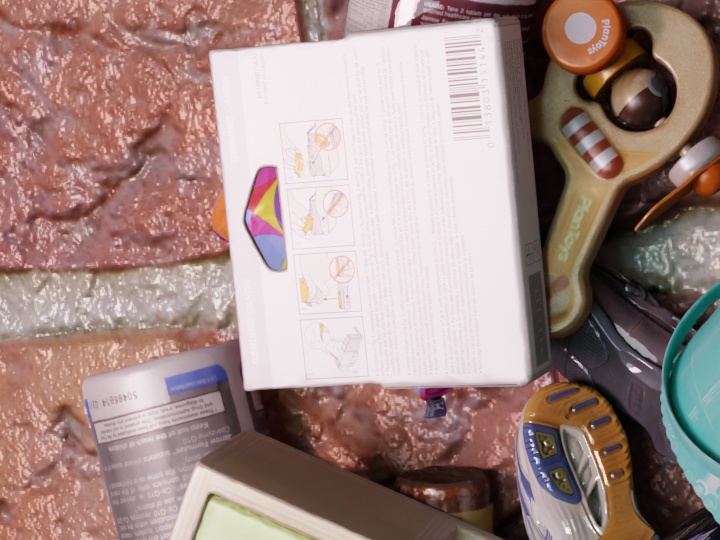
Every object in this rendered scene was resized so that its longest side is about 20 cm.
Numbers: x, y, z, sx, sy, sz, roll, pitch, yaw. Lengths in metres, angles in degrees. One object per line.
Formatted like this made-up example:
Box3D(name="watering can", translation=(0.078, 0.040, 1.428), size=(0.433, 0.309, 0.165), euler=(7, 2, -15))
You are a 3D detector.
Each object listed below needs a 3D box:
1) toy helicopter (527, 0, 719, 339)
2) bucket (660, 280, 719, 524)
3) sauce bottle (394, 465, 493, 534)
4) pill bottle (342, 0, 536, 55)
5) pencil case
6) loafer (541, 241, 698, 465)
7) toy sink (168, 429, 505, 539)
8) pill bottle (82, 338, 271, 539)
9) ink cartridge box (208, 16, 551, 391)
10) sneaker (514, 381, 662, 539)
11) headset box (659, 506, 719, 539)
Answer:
Box3D(name="toy helicopter", translation=(0.145, -0.053, 1.256), size=(0.132, 0.079, 0.201), euler=(22, 92, 14))
Box3D(name="bucket", translation=(0.262, 0.067, 1.148), size=(0.207, 0.207, 0.135), euler=(51, 123, 16))
Box3D(name="sauce bottle", translation=(0.053, 0.224, 1.373), size=(0.066, 0.066, 0.202), euler=(0, 96, 32))
Box3D(name="pill bottle", translation=(0.044, -0.136, 1.305), size=(0.109, 0.109, 0.201), euler=(19, 105, 29))
Box3D(name="pencil case", translation=(0.000, 0.000, 1.367), size=(0.200, 0.088, 0.089), euler=(39, 115, 22))
Box3D(name="loafer", translation=(0.166, 0.048, 1.293), size=(0.200, 0.063, 0.072), euler=(42, 146, 26))
Box3D(name="toy sink", translation=(-0.015, 0.198, 1.297), size=(0.199, 0.112, 0.131), euler=(23, 102, 10))
Box3D(name="pill bottle", translation=(-0.103, 0.154, 1.433), size=(0.113, 0.114, 0.201), euler=(-15, 88, 32))
Box3D(name="ink cartridge box", translation=(0.011, -0.035, 1.252), size=(0.175, 0.045, 0.202), euler=(-3, 97, 23))
Box3D(name="sneaker", translation=(0.139, 0.167, 1.298), size=(0.075, 0.088, 0.201), euler=(-9, 76, -9))
Box3D(name="headset box", translation=(0.230, 0.224, 1.190), size=(0.093, 0.174, 0.201), euler=(-32, 84, 31))
